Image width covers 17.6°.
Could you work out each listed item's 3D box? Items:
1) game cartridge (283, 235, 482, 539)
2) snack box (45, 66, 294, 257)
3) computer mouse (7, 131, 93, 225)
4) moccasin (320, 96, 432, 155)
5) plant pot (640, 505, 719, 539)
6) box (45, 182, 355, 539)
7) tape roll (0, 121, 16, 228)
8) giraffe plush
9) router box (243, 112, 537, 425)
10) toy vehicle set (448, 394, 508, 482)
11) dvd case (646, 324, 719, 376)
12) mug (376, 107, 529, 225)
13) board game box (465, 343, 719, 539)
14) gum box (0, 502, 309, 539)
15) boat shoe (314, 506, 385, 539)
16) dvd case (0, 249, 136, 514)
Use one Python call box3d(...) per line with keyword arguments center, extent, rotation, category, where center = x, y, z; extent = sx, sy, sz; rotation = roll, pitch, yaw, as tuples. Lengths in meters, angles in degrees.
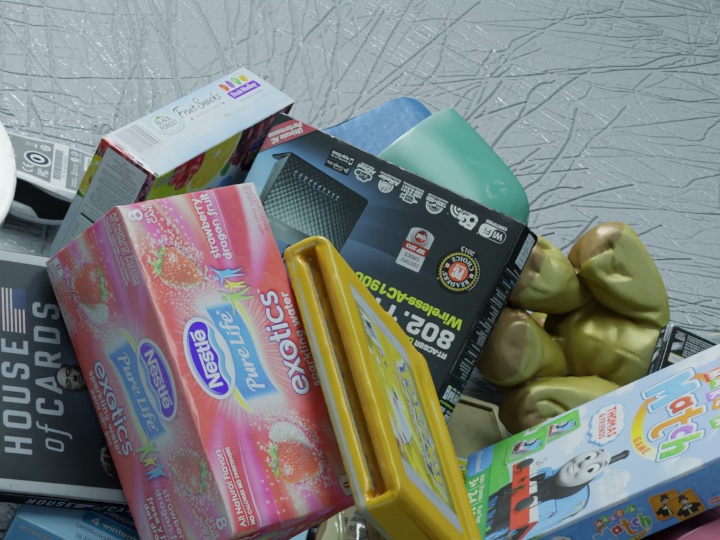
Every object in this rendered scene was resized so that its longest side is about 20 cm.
box3d(center=(0.022, 0.093, 1.382), extent=(0.200, 0.032, 0.176), rotation=(47, 23, -59), category="game cartridge")
box3d(center=(-0.135, -0.049, 1.598), extent=(0.053, 0.142, 0.200), rotation=(36, 30, 11), category="snack box")
box3d(center=(-0.263, -0.069, 1.616), extent=(0.200, 0.044, 0.110), rotation=(18, 27, -12), category="computer mouse")
box3d(center=(-0.024, -0.067, 1.799), extent=(0.200, 0.068, 0.081), rotation=(-19, 66, -26), category="moccasin")
box3d(center=(0.220, 0.223, 1.486), extent=(0.200, 0.200, 0.179), rotation=(16, 16, -25), category="plant pot")
box3d(center=(-0.091, 0.062, 1.336), extent=(0.103, 0.095, 0.200), rotation=(-11, 76, -38), category="box")
box3d(center=(-0.325, -0.071, 1.511), extent=(0.203, 0.037, 0.203), rotation=(15, 48, -17), category="tape roll")
box3d(center=(0.157, 0.054, 1.703), extent=(0.200, 0.173, 0.162), rotation=(9, -5, -18), category="giraffe plush")
box3d(center=(0.000, 0.000, 1.596), extent=(0.200, 0.150, 0.062), rotation=(25, -4, 16), category="router box")
box3d(center=(0.056, 0.150, 1.589), extent=(0.124, 0.027, 0.200), rotation=(18, 32, -23), category="toy vehicle set")
box3d(center=(0.245, 0.155, 1.624), extent=(0.146, 0.200, 0.022), rotation=(22, -14, -16), category="dvd case")
box3d(center=(0.058, -0.032, 1.745), extent=(0.114, 0.152, 0.185), rotation=(49, 29, 9), category="mug")
box3d(center=(0.159, 0.128, 1.489), extent=(0.037, 0.200, 0.151), rotation=(60, 16, -19), category="board game box")
box3d(center=(-0.116, 0.145, 1.418), extent=(0.170, 0.045, 0.200), rotation=(27, 28, -6), category="gum box")
box3d(center=(0.008, 0.157, 1.466), extent=(0.063, 0.073, 0.200), rotation=(-5, 43, 9), category="boat shoe")
box3d(center=(-0.157, 0.068, 1.364), extent=(0.200, 0.025, 0.150), rotation=(10, 63, -33), category="dvd case")
